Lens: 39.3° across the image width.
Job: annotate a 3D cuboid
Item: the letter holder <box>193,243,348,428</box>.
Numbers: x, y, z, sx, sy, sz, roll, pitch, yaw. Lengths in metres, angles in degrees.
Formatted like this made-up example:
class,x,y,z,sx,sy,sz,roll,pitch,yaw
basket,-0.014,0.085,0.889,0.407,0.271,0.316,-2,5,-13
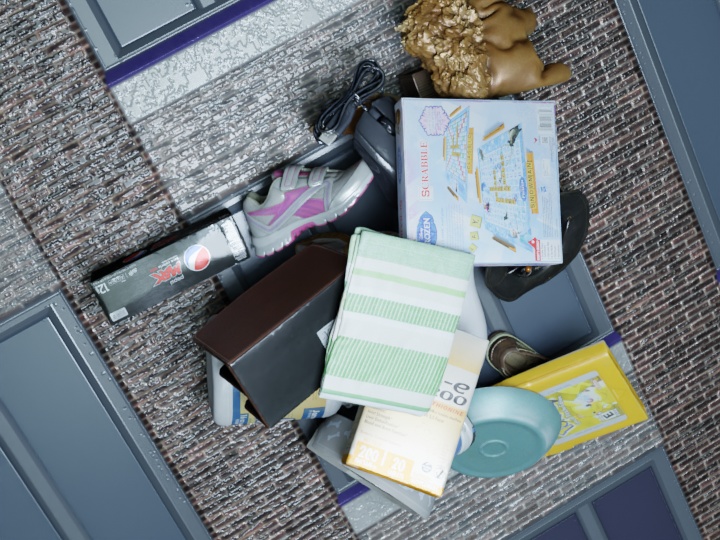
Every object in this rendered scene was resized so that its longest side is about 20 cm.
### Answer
class,x,y,z,sx,sy,sz,roll,pitch,yaw
letter holder,-0.085,0.071,1.222,0.199,0.142,0.101,-38,117,-18

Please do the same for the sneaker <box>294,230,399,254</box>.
class,x,y,z,sx,sy,sz,roll,pitch,yaw
sneaker,0.000,0.000,1.304,0.075,0.199,0.089,-26,109,-36

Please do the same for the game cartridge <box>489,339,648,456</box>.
class,x,y,z,sx,sy,sz,roll,pitch,yaw
game cartridge,0.284,0.192,1.421,0.199,0.033,0.177,-26,131,17

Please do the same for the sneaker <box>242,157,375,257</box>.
class,x,y,z,sx,sy,sz,roll,pitch,yaw
sneaker,-0.072,-0.099,1.298,0.199,0.081,0.089,-29,101,11

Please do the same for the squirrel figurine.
class,x,y,z,sx,sy,sz,roll,pitch,yaw
squirrel figurine,0.145,-0.309,1.271,0.199,0.141,0.189,-20,101,-40

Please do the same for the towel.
class,x,y,z,sx,sy,sz,roll,pitch,yaw
towel,0.040,0.063,1.173,0.151,0.023,0.202,13,95,-15

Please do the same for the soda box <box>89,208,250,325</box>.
class,x,y,z,sx,sy,sz,roll,pitch,yaw
soda box,-0.244,-0.007,1.297,0.198,0.071,0.064,-26,106,-7

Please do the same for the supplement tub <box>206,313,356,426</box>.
class,x,y,z,sx,sy,sz,roll,pitch,yaw
supplement tub,-0.099,0.124,1.323,0.198,0.145,0.146,-3,103,-12

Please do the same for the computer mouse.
class,x,y,z,sx,sy,sz,roll,pitch,yaw
computer mouse,0.041,-0.151,1.252,0.200,0.052,0.139,49,63,-27

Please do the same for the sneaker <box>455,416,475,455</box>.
class,x,y,z,sx,sy,sz,roll,pitch,yaw
sneaker,0.066,0.165,1.312,0.077,0.076,0.200,-37,84,-34

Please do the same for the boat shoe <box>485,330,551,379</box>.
class,x,y,z,sx,sy,sz,roll,pitch,yaw
boat shoe,0.267,0.163,1.456,0.201,0.075,0.075,28,95,-18

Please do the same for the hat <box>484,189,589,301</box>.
class,x,y,z,sx,sy,sz,roll,pitch,yaw
hat,0.225,-0.055,1.380,0.199,0.081,0.202,-25,144,-20

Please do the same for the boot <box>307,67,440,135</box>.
class,x,y,z,sx,sy,sz,roll,pitch,yaw
boot,0.041,-0.167,1.333,0.199,0.077,0.157,-25,105,-19

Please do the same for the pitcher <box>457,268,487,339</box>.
class,x,y,z,sx,sy,sz,roll,pitch,yaw
pitcher,0.098,0.062,1.354,0.171,0.120,0.203,-9,104,-48

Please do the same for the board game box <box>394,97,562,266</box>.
class,x,y,z,sx,sy,sz,roll,pitch,yaw
board game box,0.143,-0.106,1.222,0.197,0.041,0.203,0,85,-12

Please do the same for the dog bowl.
class,x,y,z,sx,sy,sz,roll,pitch,yaw
dog bowl,0.020,0.262,1.362,0.199,0.200,0.059,37,77,-18

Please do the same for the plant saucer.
class,x,y,z,sx,sy,sz,roll,pitch,yaw
plant saucer,0.186,0.238,1.417,0.197,0.036,0.201,0,136,0

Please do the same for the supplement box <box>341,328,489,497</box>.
class,x,y,z,sx,sy,sz,roll,pitch,yaw
supplement box,0.067,0.163,1.247,0.125,0.074,0.202,19,78,-2
